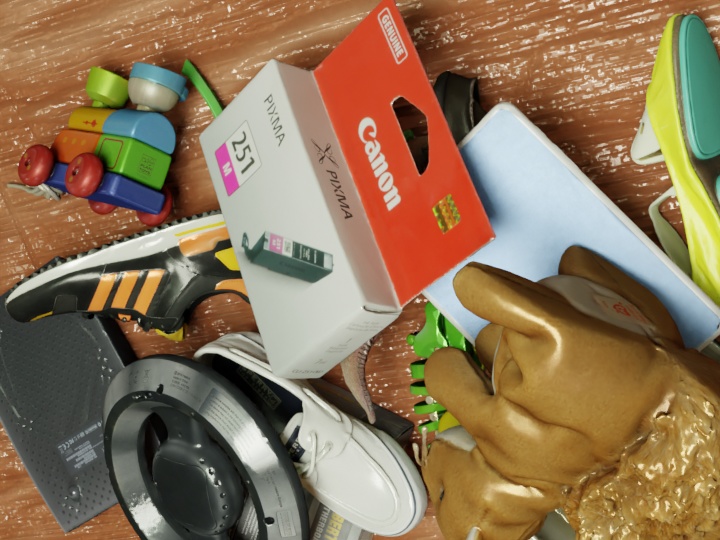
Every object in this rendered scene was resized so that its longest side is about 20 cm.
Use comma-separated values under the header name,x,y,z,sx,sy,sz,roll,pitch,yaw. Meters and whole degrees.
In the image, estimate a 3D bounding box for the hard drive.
name,x,y,z,sx,sy,sz,roll,pitch,yaw
hard drive,-0.240,0.102,0.949,0.135,0.042,0.200,-32,83,21

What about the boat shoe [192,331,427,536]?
name,x,y,z,sx,sy,sz,roll,pitch,yaw
boat shoe,-0.042,0.122,0.810,0.200,0.065,0.074,36,105,15

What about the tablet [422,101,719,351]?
name,x,y,z,sx,sy,sz,roll,pitch,yaw
tablet,0.118,0.005,0.726,0.200,0.014,0.130,45,108,4

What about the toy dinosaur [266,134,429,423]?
name,x,y,z,sx,sy,sz,roll,pitch,yaw
toy dinosaur,0.000,0.000,0.798,0.135,0.086,0.201,-23,64,40

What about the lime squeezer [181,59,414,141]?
name,x,y,z,sx,sy,sz,roll,pitch,yaw
lime squeezer,-0.060,-0.100,0.869,0.200,0.038,0.071,19,71,19

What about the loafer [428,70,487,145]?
name,x,y,z,sx,sy,sz,roll,pitch,yaw
loafer,0.103,-0.047,0.792,0.071,0.073,0.201,-17,97,16

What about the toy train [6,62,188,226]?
name,x,y,z,sx,sy,sz,roll,pitch,yaw
toy train,-0.219,-0.111,0.909,0.200,0.085,0.116,13,82,44

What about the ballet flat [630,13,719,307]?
name,x,y,z,sx,sy,sz,roll,pitch,yaw
ballet flat,0.216,-0.065,0.748,0.067,0.067,0.201,-17,91,43

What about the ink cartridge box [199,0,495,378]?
name,x,y,z,sx,sy,sz,roll,pitch,yaw
ink cartridge box,-0.018,-0.057,0.739,0.174,0.043,0.200,-40,58,35

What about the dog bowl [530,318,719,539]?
name,x,y,z,sx,sy,sz,roll,pitch,yaw
dog bowl,0.183,0.121,0.770,0.200,0.074,0.201,2,97,21

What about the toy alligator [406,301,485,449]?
name,x,y,z,sx,sy,sz,roll,pitch,yaw
toy alligator,0.058,0.065,0.820,0.054,0.059,0.201,-12,91,22

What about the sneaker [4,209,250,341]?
name,x,y,z,sx,sy,sz,roll,pitch,yaw
sneaker,-0.175,0.020,0.882,0.200,0.070,0.090,-20,92,2

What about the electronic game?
name,x,y,z,sx,sy,sz,roll,pitch,yaw
electronic game,-0.117,0.154,0.826,0.200,0.042,0.201,19,122,33

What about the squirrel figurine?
name,x,y,z,sx,sy,sz,roll,pitch,yaw
squirrel figurine,0.121,0.109,0.658,0.200,0.141,0.187,34,115,22

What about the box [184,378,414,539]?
name,x,y,z,sx,sy,sz,roll,pitch,yaw
box,-0.066,0.180,0.885,0.158,0.048,0.200,22,103,17
